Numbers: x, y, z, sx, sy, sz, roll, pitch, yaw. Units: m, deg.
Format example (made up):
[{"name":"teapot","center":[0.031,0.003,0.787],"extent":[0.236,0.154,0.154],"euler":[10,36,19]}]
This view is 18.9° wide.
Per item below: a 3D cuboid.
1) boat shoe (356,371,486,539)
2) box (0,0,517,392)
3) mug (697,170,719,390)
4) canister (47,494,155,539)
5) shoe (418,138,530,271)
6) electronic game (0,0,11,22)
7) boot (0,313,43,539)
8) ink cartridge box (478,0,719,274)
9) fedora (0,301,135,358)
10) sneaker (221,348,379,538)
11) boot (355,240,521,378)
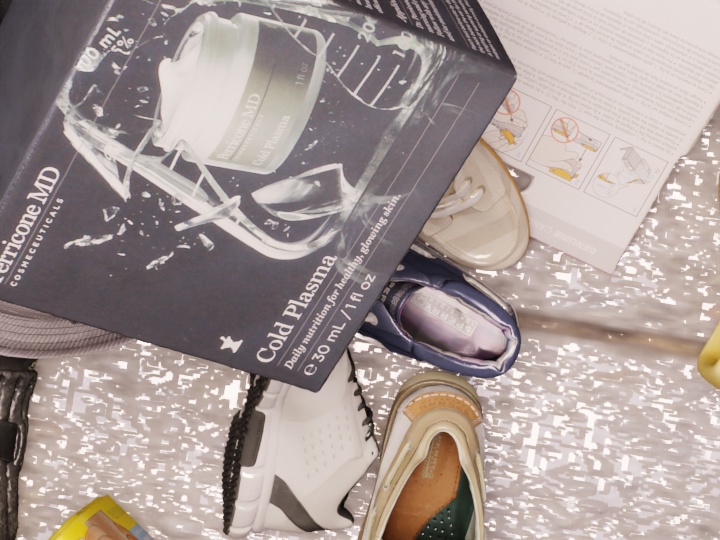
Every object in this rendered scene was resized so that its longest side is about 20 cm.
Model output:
[{"name":"boat shoe","center":[0.031,0.160,1.205],"extent":[0.075,0.068,0.200],"euler":[3,107,0]},{"name":"box","center":[-0.068,-0.073,1.023],"extent":[0.196,0.124,0.200],"euler":[18,118,-27]},{"name":"mug","center":[0.243,-0.036,1.177],"extent":[0.186,0.153,0.150],"euler":[-26,92,1]},{"name":"canister","center":[-0.101,0.221,1.186],"extent":[0.200,0.149,0.087],"euler":[44,91,1]},{"name":"shoe","center":[0.021,-0.068,1.195],"extent":[0.070,0.053,0.200],"euler":[-35,109,22]},{"name":"electronic game","center":[-0.144,-0.142,1.217],"extent":[0.200,0.042,0.200],"euler":[1,106,5]},{"name":"boot","center":[-0.281,0.067,1.215],"extent":[0.211,0.079,0.158],"euler":[15,91,-1]},{"name":"ink cartridge box","center":[0.097,-0.115,1.217],"extent":[0.200,0.045,0.176],"euler":[25,118,-8]},{"name":"fedora","center":[-0.152,-0.032,1.148],"extent":[0.200,0.090,0.177],"euler":[-1,101,-19]},{"name":"sneaker","center":[-0.025,0.067,1.194],"extent":[0.080,0.074,0.200],"euler":[6,130,-10]},{"name":"boot","center":[0.000,0.000,1.208],"extent":[0.200,0.090,0.073],"euler":[23,91,-1]}]
